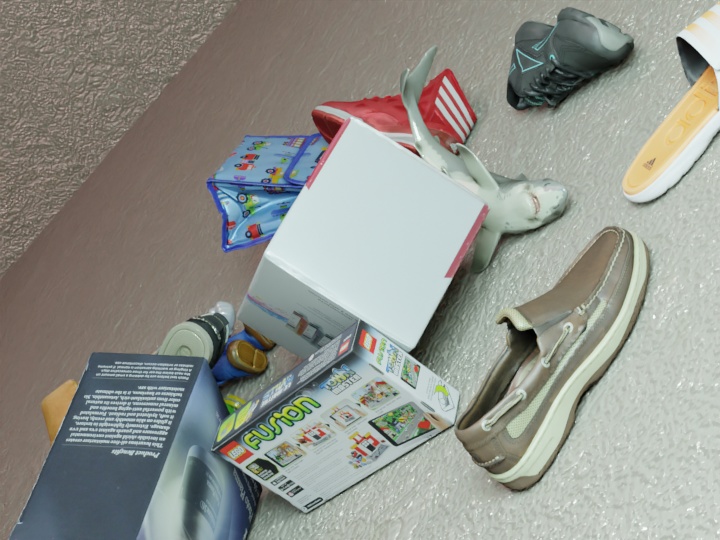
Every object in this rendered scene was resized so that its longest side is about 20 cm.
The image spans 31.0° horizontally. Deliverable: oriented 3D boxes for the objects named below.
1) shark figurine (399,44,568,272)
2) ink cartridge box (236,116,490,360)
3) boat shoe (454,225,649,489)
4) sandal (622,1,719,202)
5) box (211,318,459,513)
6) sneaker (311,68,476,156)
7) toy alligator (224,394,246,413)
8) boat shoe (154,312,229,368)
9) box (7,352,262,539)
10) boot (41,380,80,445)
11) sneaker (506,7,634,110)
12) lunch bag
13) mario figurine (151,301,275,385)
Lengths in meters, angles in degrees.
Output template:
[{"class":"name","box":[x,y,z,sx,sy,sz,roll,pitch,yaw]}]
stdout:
[{"class":"shark figurine","box":[0.106,-0.093,1.155,0.089,0.215,0.129,-22,-35,-35]},{"class":"ink cartridge box","box":[-0.004,-0.005,1.123,0.146,0.144,0.200,-60,3,-19]},{"class":"boat shoe","box":[0.131,0.046,0.897,0.204,0.075,0.074,-61,21,-18]},{"class":"sandal","box":[0.253,-0.144,0.955,0.207,0.059,0.079,-52,20,6]},{"class":"box","box":[-0.024,0.126,1.072,0.199,0.110,0.035,-37,25,39]},{"class":"sneaker","box":[0.046,-0.166,1.411,0.199,0.079,0.116,26,65,37]},{"class":"toy alligator","box":[-0.174,0.166,1.434,0.199,0.054,0.060,-15,42,61]},{"class":"boat shoe","box":[-0.208,0.124,1.417,0.200,0.072,0.068,-51,-1,29]},{"class":"box","box":[-0.184,0.213,1.129,0.121,0.201,0.200,1,47,18]},{"class":"boot","box":[-0.302,0.198,1.346,0.200,0.144,0.071,-33,-26,-13]},{"class":"sneaker","box":[0.187,-0.186,1.185,0.080,0.075,0.200,-66,12,-2]},{"class":"lunch bag","box":[-0.055,-0.099,1.494,0.197,0.095,0.151,-6,23,16]},{"class":"mario figurine","box":[-0.194,0.104,1.495,0.199,0.107,0.123,-29,-9,36]}]
